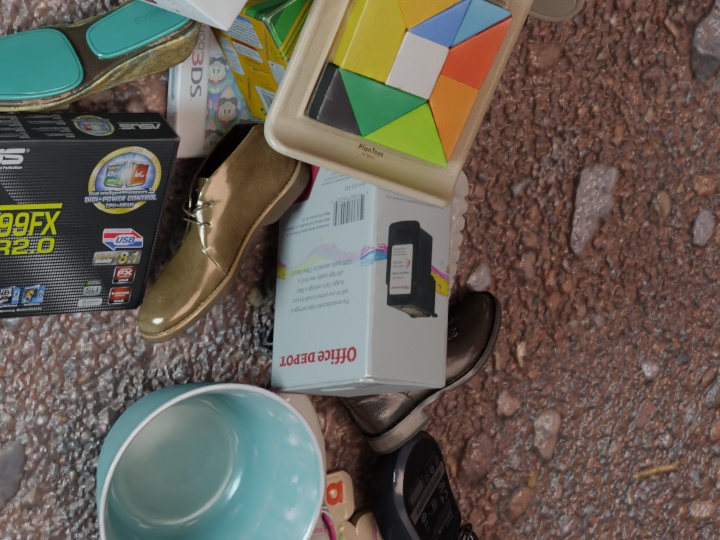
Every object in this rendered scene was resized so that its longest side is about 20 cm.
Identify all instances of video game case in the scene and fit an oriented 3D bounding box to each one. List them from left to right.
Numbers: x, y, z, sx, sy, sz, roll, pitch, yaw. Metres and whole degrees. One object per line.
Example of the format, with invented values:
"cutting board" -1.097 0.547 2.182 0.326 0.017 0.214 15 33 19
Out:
"video game case" -0.064 -0.186 1.478 0.199 0.024 0.183 -5 108 -32

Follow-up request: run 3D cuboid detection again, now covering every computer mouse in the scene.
"computer mouse" 0.047 0.233 1.662 0.139 0.052 0.201 -51 136 -42

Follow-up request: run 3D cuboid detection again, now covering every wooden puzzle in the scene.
"wooden puzzle" 0.037 -0.162 1.363 0.184 0.037 0.201 16 97 -35

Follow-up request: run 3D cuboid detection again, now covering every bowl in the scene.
"bowl" -0.140 0.173 1.493 0.200 0.105 0.202 -9 110 -26

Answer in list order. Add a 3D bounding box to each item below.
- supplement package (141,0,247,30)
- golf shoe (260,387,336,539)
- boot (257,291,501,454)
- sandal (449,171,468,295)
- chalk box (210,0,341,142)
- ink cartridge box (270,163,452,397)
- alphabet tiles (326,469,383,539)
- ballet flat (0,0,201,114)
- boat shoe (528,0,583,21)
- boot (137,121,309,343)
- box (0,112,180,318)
"supplement package" -0.151 -0.261 1.287 0.114 0.200 0.110 36 85 -36
"golf shoe" -0.050 0.199 1.565 0.075 0.091 0.201 -7 98 -29
"boot" 0.022 0.047 1.589 0.200 0.069 0.174 -49 117 -19
"sandal" 0.043 0.004 1.544 0.082 0.050 0.204 11 99 -54
"chalk box" -0.005 -0.213 1.418 0.200 0.125 0.124 -38 123 -18
"ink cartridge box" 0.000 0.000 1.467 0.082 0.145 0.201 9 79 -34
"alphabet tiles" -0.055 0.287 1.640 0.199 0.015 0.197 -13 107 -29
"ballet flat" -0.213 -0.157 1.367 0.199 0.071 0.071 -23 117 -15
"boat shoe" 0.110 -0.286 1.536 0.199 0.074 0.061 24 51 -21
"boot" -0.126 -0.034 1.439 0.200 0.073 0.076 -55 132 -17
"box" -0.249 -0.041 1.365 0.199 0.044 0.161 -3 126 -33
